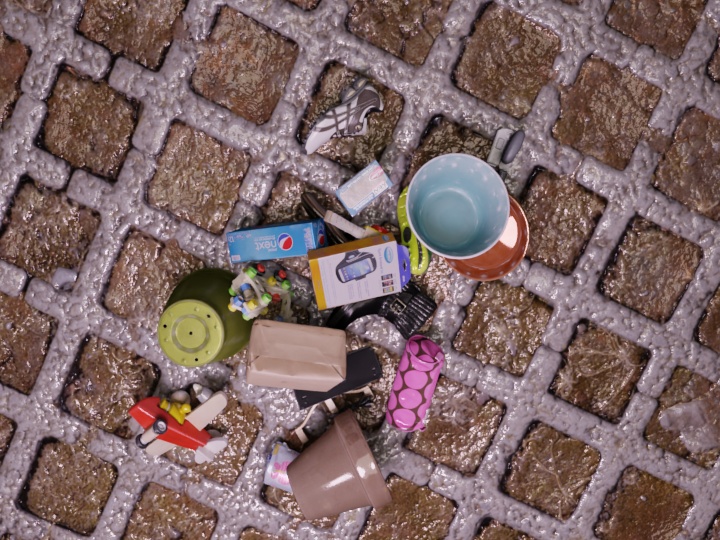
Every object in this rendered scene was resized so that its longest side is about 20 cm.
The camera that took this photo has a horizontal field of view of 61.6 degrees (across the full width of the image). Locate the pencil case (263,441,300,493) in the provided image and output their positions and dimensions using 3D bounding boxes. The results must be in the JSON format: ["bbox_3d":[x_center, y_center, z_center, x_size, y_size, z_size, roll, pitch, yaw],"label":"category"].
[{"bbox_3d":[-0.115,0.447,1.319,0.197,0.084,0.092,21,53,-3],"label":"pencil case"}]

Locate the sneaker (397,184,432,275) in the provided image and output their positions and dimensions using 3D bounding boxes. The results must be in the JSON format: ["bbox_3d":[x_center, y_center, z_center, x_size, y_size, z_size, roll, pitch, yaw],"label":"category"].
[{"bbox_3d":[0.117,-0.089,1.267,0.073,0.084,0.204,0,79,17],"label":"sneaker"}]

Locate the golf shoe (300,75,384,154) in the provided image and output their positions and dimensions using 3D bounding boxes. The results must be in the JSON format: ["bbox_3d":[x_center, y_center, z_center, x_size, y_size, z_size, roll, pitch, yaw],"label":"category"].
[{"bbox_3d":[-0.037,-0.298,1.234,0.094,0.078,0.200,45,95,-6],"label":"golf shoe"}]

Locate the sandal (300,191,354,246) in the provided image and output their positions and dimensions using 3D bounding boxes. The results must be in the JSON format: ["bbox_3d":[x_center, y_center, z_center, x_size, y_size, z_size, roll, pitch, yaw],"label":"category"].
[{"bbox_3d":[-0.050,-0.089,1.269,0.054,0.082,0.201,-38,89,-18],"label":"sandal"}]

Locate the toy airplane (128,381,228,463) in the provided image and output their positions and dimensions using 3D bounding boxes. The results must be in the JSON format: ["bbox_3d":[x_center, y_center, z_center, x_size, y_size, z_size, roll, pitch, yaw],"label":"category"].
[{"bbox_3d":[-0.374,0.322,1.286,0.196,0.142,0.201,-5,135,-9],"label":"toy airplane"}]

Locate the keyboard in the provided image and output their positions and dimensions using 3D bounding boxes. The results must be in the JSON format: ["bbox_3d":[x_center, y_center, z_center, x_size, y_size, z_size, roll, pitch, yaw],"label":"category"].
[{"bbox_3d":[-0.043,0.255,1.308,0.197,0.021,0.129,-21,72,-2],"label":"keyboard"}]

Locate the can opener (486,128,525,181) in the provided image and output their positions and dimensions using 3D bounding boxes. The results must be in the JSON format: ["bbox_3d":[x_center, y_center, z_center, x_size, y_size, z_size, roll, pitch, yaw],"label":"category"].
[{"bbox_3d":[0.281,-0.199,1.260,0.052,0.067,0.203,19,101,-2],"label":"can opener"}]

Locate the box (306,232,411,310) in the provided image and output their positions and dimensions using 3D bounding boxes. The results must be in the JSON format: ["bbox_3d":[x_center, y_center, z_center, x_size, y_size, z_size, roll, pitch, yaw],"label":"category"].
[{"bbox_3d":[0.000,0.000,1.193,0.196,0.042,0.121,-13,123,-8],"label":"box"}]

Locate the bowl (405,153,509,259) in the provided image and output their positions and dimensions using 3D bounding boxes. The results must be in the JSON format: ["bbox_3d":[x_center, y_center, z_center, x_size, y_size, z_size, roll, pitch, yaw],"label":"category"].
[{"bbox_3d":[0.180,-0.113,1.173,0.197,0.105,0.205,0,81,-2],"label":"bowl"}]

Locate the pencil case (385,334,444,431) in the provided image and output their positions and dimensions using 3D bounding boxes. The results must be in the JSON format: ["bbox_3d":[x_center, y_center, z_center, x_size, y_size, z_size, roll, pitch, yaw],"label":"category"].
[{"bbox_3d":[0.118,0.241,1.269,0.093,0.090,0.203,29,124,30],"label":"pencil case"}]

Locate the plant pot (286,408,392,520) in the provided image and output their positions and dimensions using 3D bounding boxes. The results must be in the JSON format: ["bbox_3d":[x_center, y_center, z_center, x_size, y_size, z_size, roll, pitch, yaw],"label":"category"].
[{"bbox_3d":[-0.051,0.408,1.213,0.172,0.200,0.203,-25,97,-8],"label":"plant pot"}]

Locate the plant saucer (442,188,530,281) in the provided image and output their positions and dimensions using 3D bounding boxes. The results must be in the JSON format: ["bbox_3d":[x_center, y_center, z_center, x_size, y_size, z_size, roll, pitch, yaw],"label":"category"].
[{"bbox_3d":[0.252,-0.079,1.254,0.197,0.032,0.204,8,109,23],"label":"plant saucer"}]

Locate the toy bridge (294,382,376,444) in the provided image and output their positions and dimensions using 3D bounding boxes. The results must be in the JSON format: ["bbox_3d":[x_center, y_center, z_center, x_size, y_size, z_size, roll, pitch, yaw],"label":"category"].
[{"bbox_3d":[-0.060,0.300,1.329,0.198,0.027,0.068,-32,95,2],"label":"toy bridge"}]

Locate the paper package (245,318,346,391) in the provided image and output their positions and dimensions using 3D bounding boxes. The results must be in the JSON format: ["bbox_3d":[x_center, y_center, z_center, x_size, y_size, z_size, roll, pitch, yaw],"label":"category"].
[{"bbox_3d":[-0.132,0.175,1.205,0.187,0.200,0.105,9,72,-10],"label":"paper package"}]

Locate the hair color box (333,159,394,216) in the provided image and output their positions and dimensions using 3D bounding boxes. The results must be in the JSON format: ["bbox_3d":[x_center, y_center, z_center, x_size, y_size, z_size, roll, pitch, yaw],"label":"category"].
[{"bbox_3d":[0.005,-0.161,1.188,0.099,0.200,0.061,-38,96,3],"label":"hair color box"}]

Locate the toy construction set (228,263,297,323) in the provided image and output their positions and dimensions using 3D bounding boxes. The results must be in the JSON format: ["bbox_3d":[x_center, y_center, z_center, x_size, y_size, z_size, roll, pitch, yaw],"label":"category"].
[{"bbox_3d":[-0.190,0.059,1.236,0.091,0.200,0.132,-33,57,11],"label":"toy construction set"}]

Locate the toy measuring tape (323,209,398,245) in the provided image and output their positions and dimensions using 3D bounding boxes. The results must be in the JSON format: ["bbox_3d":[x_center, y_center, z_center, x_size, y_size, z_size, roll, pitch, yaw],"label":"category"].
[{"bbox_3d":[0.000,-0.071,1.218,0.198,0.073,0.074,25,96,-29],"label":"toy measuring tape"}]

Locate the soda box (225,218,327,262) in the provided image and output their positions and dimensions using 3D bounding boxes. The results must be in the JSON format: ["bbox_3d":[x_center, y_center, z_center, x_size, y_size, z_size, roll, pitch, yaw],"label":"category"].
[{"bbox_3d":[-0.170,-0.061,1.232,0.196,0.068,0.065,-4,101,20],"label":"soda box"}]

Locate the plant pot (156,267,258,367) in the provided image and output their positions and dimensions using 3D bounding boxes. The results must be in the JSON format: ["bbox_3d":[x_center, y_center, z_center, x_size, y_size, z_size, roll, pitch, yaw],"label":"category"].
[{"bbox_3d":[-0.318,0.107,1.218,0.196,0.193,0.204,0,97,-1],"label":"plant pot"}]

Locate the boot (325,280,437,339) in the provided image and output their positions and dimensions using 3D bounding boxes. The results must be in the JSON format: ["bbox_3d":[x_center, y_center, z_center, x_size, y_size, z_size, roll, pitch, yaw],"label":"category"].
[{"bbox_3d":[0.045,0.093,1.280,0.211,0.079,0.158,-41,96,3],"label":"boot"}]
